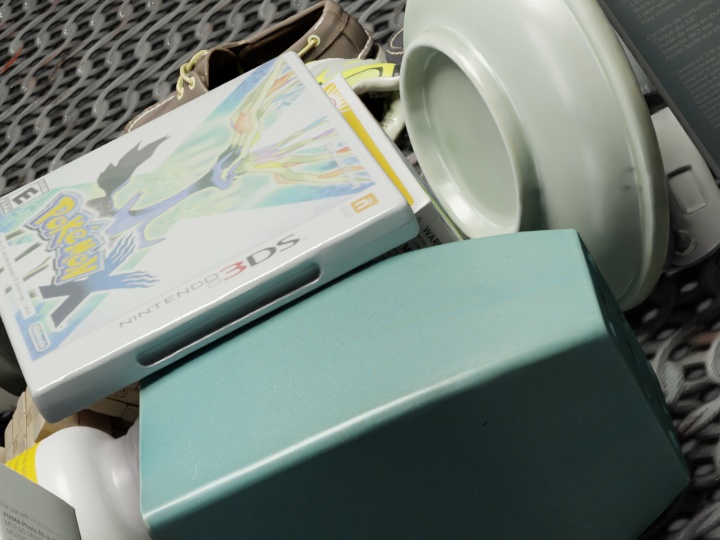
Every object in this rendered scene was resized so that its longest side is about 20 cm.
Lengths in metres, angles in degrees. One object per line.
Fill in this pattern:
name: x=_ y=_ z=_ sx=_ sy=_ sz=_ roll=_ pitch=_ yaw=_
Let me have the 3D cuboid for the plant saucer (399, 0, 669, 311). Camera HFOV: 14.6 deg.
plant saucer: x=0.065 y=-0.066 z=1.287 sx=0.050 sy=0.200 sz=0.200 roll=-23 pitch=20 yaw=-20

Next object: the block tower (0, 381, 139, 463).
block tower: x=-0.132 y=0.062 z=1.393 sx=0.200 sy=0.058 sz=0.054 roll=-60 pitch=25 yaw=32

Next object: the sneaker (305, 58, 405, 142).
sneaker: x=-0.035 y=-0.053 z=1.556 sx=0.076 sy=0.075 sz=0.200 roll=-11 pitch=38 yaw=44

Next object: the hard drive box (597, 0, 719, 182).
hard drive box: x=0.154 y=-0.144 z=1.315 sx=0.077 sy=0.200 sz=0.156 roll=-31 pitch=26 yaw=13

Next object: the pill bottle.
pill bottle: x=-0.154 y=0.143 z=1.350 sx=0.200 sy=0.104 sz=0.104 roll=-32 pitch=26 yaw=12

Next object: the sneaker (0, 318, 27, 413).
sneaker: x=-0.234 y=0.073 z=1.578 sx=0.108 sy=0.067 sz=0.201 roll=-41 pitch=7 yaw=-4

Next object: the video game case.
video game case: x=-0.083 y=-0.021 z=1.289 sx=0.182 sy=0.022 sz=0.200 roll=-27 pitch=28 yaw=-4

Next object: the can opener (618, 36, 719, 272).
can opener: x=0.118 y=-0.088 z=1.333 sx=0.053 sy=0.066 sz=0.200 roll=-24 pitch=65 yaw=2

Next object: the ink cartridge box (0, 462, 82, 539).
ink cartridge box: x=-0.180 y=0.202 z=1.218 sx=0.145 sy=0.083 sz=0.200 roll=-30 pitch=55 yaw=18

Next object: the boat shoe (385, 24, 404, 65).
boat shoe: x=0.091 y=-0.173 z=1.604 sx=0.200 sy=0.063 sz=0.073 roll=-27 pitch=27 yaw=22

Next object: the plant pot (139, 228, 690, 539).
plant pot: x=0.027 y=0.078 z=1.193 sx=0.200 sy=0.141 sz=0.141 roll=-26 pitch=27 yaw=10

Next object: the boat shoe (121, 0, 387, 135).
boat shoe: x=-0.074 y=-0.112 z=1.720 sx=0.200 sy=0.060 sz=0.072 roll=-17 pitch=33 yaw=37

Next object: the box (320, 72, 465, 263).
box: x=0.000 y=0.000 z=1.379 sx=0.101 sy=0.113 sz=0.200 roll=-37 pitch=24 yaw=3
